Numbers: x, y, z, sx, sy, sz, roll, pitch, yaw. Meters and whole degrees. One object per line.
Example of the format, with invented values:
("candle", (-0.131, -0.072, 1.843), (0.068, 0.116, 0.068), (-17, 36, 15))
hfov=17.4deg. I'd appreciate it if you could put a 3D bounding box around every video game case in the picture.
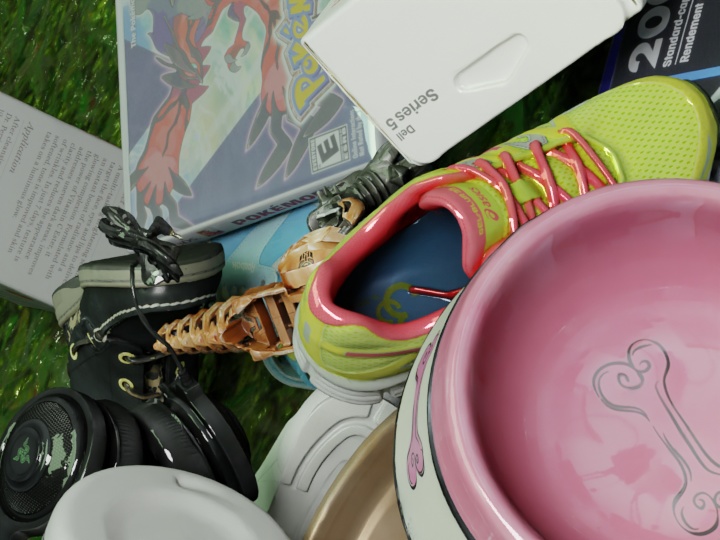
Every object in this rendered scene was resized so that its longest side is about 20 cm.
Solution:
("video game case", (-0.058, -0.123, 1.212), (0.182, 0.023, 0.200), (-18, 69, 39))

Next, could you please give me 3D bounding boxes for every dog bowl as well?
("dog bowl", (0.111, 0.056, 0.842), (0.074, 0.200, 0.200), (91, -171, -66))

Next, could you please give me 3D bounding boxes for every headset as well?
("headset", (-0.109, 0.077, 1.051), (0.094, 0.123, 0.200), (37, 122, 47))

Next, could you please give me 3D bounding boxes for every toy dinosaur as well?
("toy dinosaur", (0.000, 0.000, 1.064), (0.136, 0.200, 0.102), (-43, -45, -66))

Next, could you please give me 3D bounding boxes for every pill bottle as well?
("pill bottle", (-0.104, 0.191, 0.998), (0.111, 0.111, 0.200), (-115, 40, -52))

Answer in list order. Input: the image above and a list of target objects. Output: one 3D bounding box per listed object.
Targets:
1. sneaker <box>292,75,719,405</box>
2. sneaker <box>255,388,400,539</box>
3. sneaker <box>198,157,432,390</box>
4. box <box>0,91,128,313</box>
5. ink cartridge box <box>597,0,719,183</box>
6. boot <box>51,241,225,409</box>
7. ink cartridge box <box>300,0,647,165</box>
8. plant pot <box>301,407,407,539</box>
("sneaker", (0.060, -0.017, 0.942), (0.200, 0.090, 0.078), (-35, 72, -4))
("sneaker", (-0.036, 0.135, 1.140), (0.200, 0.076, 0.081), (-56, 14, 12))
("sneaker", (-0.047, 0.019, 1.219), (0.200, 0.079, 0.131), (-33, 41, 41))
("box", (-0.241, -0.053, 1.440), (0.152, 0.200, 0.107), (11, 78, 58))
("ink cartridge box", (0.144, -0.051, 1.025), (0.200, 0.043, 0.198), (-9, 61, 55))
("boot", (-0.104, 0.070, 1.199), (0.204, 0.073, 0.154), (158, 103, -70))
("ink cartridge box", (0.078, -0.157, 1.087), (0.145, 0.084, 0.200), (-35, 14, 37))
("plant pot", (0.057, 0.148, 0.956), (0.201, 0.093, 0.201), (-35, 41, 37))
